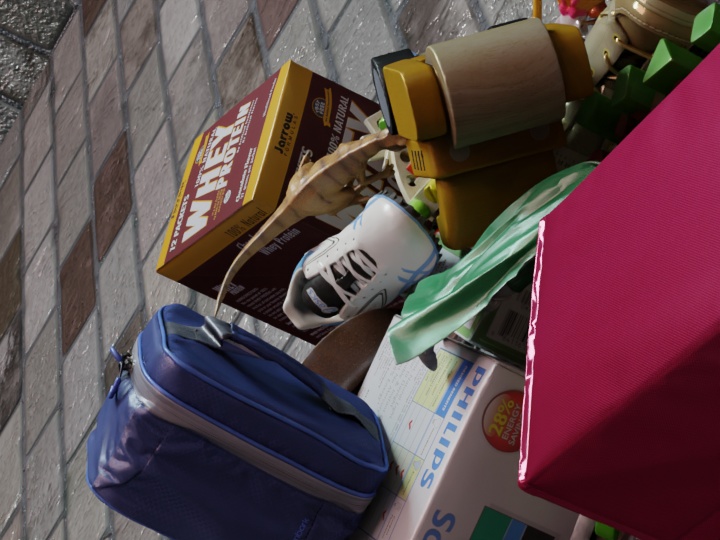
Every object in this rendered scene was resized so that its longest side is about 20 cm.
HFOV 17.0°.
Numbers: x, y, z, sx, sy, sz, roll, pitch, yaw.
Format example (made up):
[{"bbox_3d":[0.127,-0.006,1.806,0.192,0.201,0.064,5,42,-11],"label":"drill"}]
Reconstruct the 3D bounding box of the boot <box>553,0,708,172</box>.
[{"bbox_3d":[0.181,-0.133,1.707,0.156,0.072,0.200,-60,3,6],"label":"boot"}]

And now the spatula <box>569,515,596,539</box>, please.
[{"bbox_3d":[0.150,0.146,1.543,0.021,0.056,0.201,109,-179,-76],"label":"spatula"}]

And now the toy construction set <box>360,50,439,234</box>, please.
[{"bbox_3d":[0.054,-0.093,1.837,0.092,0.131,0.200,-52,2,-15],"label":"toy construction set"}]

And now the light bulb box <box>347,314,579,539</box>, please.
[{"bbox_3d":[0.064,0.156,1.645,0.199,0.124,0.200,-65,21,-1],"label":"light bulb box"}]

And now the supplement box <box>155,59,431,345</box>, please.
[{"bbox_3d":[-0.031,-0.045,2.005,0.197,0.199,0.134,-32,38,56],"label":"supplement box"}]

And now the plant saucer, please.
[{"bbox_3d":[0.006,0.128,1.774,0.034,0.200,0.201,25,91,38],"label":"plant saucer"}]

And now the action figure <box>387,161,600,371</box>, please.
[{"bbox_3d":[0.110,-0.013,1.561,0.200,0.055,0.118,-38,19,24],"label":"action figure"}]

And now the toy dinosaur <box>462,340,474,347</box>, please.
[{"bbox_3d":[0.027,0.105,1.844,0.047,0.199,0.089,31,134,38],"label":"toy dinosaur"}]

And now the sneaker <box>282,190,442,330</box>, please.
[{"bbox_3d":[0.000,0.000,1.745,0.073,0.072,0.200,-46,3,-26],"label":"sneaker"}]

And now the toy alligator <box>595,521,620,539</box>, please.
[{"bbox_3d":[0.190,0.073,1.511,0.054,0.059,0.201,-4,-69,-64],"label":"toy alligator"}]

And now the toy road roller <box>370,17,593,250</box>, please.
[{"bbox_3d":[0.089,-0.090,1.646,0.200,0.122,0.147,-151,46,-82],"label":"toy road roller"}]

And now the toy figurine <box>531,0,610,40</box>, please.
[{"bbox_3d":[0.150,-0.199,1.846,0.150,0.199,0.185,22,110,35],"label":"toy figurine"}]

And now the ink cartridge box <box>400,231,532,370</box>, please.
[{"bbox_3d":[0.100,0.025,1.735,0.060,0.103,0.200,-64,20,2],"label":"ink cartridge box"}]

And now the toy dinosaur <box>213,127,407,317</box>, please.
[{"bbox_3d":[-0.039,-0.055,1.777,0.200,0.061,0.106,-41,-3,12],"label":"toy dinosaur"}]

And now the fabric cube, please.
[{"bbox_3d":[0.222,0.029,1.289,0.199,0.199,0.197,-47,27,44],"label":"fabric cube"}]

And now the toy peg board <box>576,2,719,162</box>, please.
[{"bbox_3d":[0.211,-0.058,1.562,0.200,0.097,0.200,-37,34,54],"label":"toy peg board"}]

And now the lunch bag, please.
[{"bbox_3d":[-0.085,0.108,1.603,0.133,0.199,0.136,-58,16,11],"label":"lunch bag"}]
